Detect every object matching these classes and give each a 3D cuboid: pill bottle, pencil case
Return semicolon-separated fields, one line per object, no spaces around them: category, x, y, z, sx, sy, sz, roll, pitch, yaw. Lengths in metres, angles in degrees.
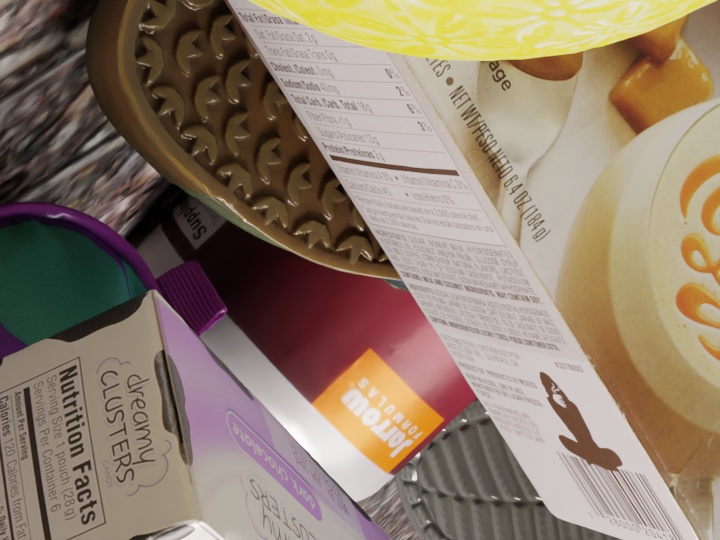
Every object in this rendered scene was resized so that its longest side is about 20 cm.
pill bottle;0.000;0.000;0.859;0.200;0.113;0.113;-44;169;3
pencil case;-0.122;0.071;0.762;0.092;0.085;0.200;-4;145;-43

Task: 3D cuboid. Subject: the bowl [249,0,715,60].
bowl;0.056;-0.111;0.481;0.200;0.108;0.201;-30;143;-25

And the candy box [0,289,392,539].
candy box;-0.094;0.110;0.692;0.199;0.072;0.168;-24;141;12

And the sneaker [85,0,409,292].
sneaker;-0.002;-0.030;0.727;0.090;0.200;0.067;10;-99;57

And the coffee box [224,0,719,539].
coffee box;0.058;-0.043;0.649;0.114;0.200;0.080;-40;-158;-19

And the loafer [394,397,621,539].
loafer;0.107;0.058;0.882;0.199;0.076;0.070;-10;-172;26
